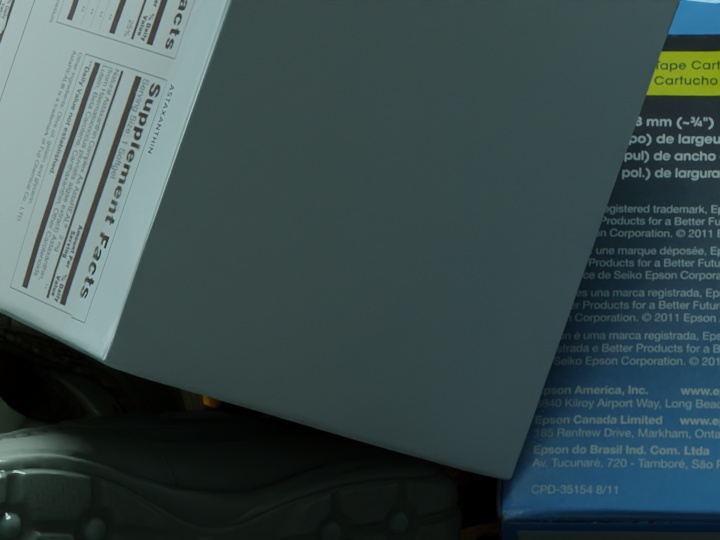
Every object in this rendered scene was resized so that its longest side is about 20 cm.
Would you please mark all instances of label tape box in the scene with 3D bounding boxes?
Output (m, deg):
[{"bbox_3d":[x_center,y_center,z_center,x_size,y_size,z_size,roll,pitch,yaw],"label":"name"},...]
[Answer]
[{"bbox_3d":[0.118,-0.006,0.875,0.144,0.200,0.063,1,-26,8],"label":"label tape box"}]

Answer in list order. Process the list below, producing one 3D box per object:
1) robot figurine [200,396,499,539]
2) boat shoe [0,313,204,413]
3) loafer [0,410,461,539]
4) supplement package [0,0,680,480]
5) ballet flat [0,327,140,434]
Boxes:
[{"bbox_3d":[0.010,0.044,0.973,0.145,0.058,0.200,-6,11,-33],"label":"robot figurine"},{"bbox_3d":[-0.127,0.038,1.002,0.200,0.072,0.065,0,10,36],"label":"boat shoe"},{"bbox_3d":[-0.066,0.074,0.808,0.200,0.070,0.070,3,11,-35],"label":"loafer"},{"bbox_3d":[-0.045,-0.050,0.847,0.152,0.151,0.200,19,1,-39],"label":"supplement package"},{"bbox_3d":[-0.112,0.046,0.845,0.065,0.071,0.200,19,-5,39],"label":"ballet flat"}]
